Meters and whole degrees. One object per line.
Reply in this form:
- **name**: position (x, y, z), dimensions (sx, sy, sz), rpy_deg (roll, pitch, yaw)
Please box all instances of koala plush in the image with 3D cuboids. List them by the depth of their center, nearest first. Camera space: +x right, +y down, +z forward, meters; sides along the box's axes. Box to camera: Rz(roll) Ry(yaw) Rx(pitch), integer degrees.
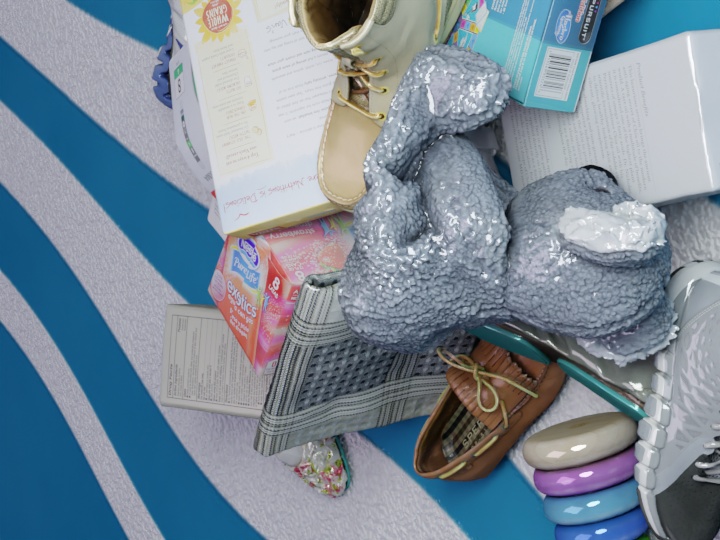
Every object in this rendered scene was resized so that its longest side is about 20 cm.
- **koala plush**: position (0.105, -0.013, 1.202), dimensions (0.200, 0.184, 0.177), rpy_deg (17, 152, 18)

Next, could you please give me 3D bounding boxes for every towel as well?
- **towel**: position (0.026, 0.061, 1.429), dimensions (0.035, 0.200, 0.193), rpy_deg (56, 144, 34)

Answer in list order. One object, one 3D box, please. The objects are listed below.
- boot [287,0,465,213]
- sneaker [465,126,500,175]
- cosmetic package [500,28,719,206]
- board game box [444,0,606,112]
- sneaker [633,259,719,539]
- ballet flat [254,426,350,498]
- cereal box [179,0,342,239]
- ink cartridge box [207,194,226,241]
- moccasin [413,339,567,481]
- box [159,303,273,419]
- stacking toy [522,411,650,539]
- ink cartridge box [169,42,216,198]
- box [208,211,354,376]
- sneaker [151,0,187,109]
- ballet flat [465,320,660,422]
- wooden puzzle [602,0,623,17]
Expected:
- **boot**: position (-0.001, -0.132, 1.223), dimensions (0.073, 0.155, 0.200), rpy_deg (27, 102, 19)
- **sneaker**: position (0.065, -0.120, 1.430), dimensions (0.200, 0.075, 0.115), rpy_deg (58, 143, 35)
- **cosmetic package**: position (0.183, -0.091, 1.261), dimensions (0.200, 0.071, 0.102), rpy_deg (-11, 88, 58)
- **board game box**: position (0.090, -0.209, 1.290), dimensions (0.200, 0.047, 0.151), rpy_deg (35, 114, 51)
- **sneaker**: position (0.242, 0.100, 1.225), dimensions (0.115, 0.075, 0.200), rpy_deg (18, 113, 51)
- **ballet flat**: position (-0.075, 0.120, 1.723), dimensions (0.076, 0.064, 0.200), rpy_deg (-51, 57, 51)
- **cereal box**: position (-0.047, -0.135, 1.353), dimensions (0.144, 0.040, 0.200), rpy_deg (-15, 78, 22)
- **ink cartridge box**: position (-0.047, -0.090, 1.600), dimensions (0.145, 0.084, 0.200), rpy_deg (49, 136, 39)
- **moccasin**: position (0.095, 0.088, 1.436), dimensions (0.074, 0.078, 0.201), rpy_deg (61, 139, 25)
- **box**: position (-0.074, 0.081, 1.633), dimensions (0.200, 0.078, 0.095), rpy_deg (6, 93, 38)
- **stacking toy**: position (0.180, 0.206, 1.353), dimensions (0.085, 0.085, 0.200), rpy_deg (-10, 97, 57)
- **ink cartridge box**: position (-0.107, -0.101, 1.549), dimensions (0.161, 0.050, 0.200), rpy_deg (151, 117, -64)
- **box**: position (0.000, 0.000, 1.448), dimensions (0.095, 0.200, 0.103), rpy_deg (56, 139, 35)
- **sneaker**: position (-0.127, -0.212, 1.707), dimensions (0.115, 0.080, 0.200), rpy_deg (40, 137, 40)
- **ballet flat**: position (0.145, 0.044, 1.332), dimensions (0.200, 0.067, 0.064), rpy_deg (28, 82, 27)
- **wooden puzzle**: position (0.110, -0.234, 1.346), dimensions (0.185, 0.037, 0.200), rpy_deg (-37, 62, 41)
